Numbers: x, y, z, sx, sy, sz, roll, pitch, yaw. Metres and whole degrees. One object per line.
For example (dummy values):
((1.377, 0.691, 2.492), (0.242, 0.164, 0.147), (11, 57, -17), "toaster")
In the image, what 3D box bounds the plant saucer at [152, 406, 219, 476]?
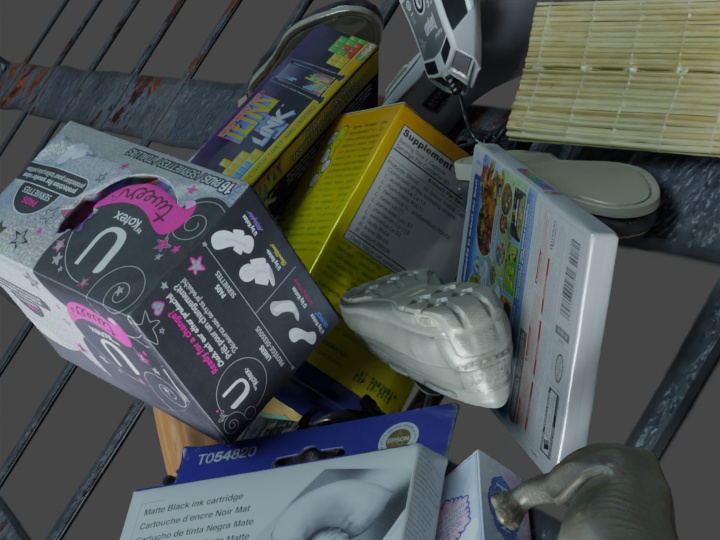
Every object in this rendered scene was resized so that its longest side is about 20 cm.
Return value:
((-0.122, 0.105, 1.246), (0.200, 0.032, 0.202), (169, 90, -76), "plant saucer")

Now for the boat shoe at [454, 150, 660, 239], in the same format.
((0.125, -0.034, 1.105), (0.200, 0.072, 0.063), (21, 120, 62), "boat shoe")

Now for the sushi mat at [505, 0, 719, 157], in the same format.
((0.166, -0.121, 1.089), (0.199, 0.012, 0.096), (10, 83, 53), "sushi mat")

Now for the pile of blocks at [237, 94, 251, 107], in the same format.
((-0.077, -0.112, 1.563), (0.062, 0.082, 0.200), (-31, 14, 17), "pile of blocks")

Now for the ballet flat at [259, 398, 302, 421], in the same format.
((-0.018, 0.024, 1.302), (0.063, 0.069, 0.201), (19, 77, 38), "ballet flat")

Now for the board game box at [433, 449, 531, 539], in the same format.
((0.016, 0.228, 0.953), (0.200, 0.041, 0.200), (-43, 26, 28), "board game box")

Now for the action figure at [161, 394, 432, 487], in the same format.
((-0.033, 0.146, 1.100), (0.199, 0.103, 0.119), (-23, 21, 10), "action figure")

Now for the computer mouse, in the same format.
((0.071, -0.165, 1.245), (0.110, 0.044, 0.201), (139, 115, -69), "computer mouse")

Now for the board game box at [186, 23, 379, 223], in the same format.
((-0.059, -0.057, 1.298), (0.200, 0.056, 0.166), (-51, -27, -38), "board game box")

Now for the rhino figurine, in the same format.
((0.121, 0.155, 0.818), (0.087, 0.060, 0.201), (-36, 30, 16), "rhino figurine")

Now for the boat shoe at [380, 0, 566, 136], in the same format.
((0.081, -0.166, 1.339), (0.200, 0.071, 0.070), (-46, 25, 38), "boat shoe")

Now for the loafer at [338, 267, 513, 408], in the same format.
((0.037, 0.041, 1.061), (0.069, 0.070, 0.200), (-20, 11, -13), "loafer")

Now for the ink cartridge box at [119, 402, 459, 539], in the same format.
((-0.051, 0.156, 0.985), (0.198, 0.041, 0.201), (-13, 42, 26), "ink cartridge box")

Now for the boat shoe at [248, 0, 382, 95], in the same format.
((-0.039, -0.210, 1.616), (0.200, 0.072, 0.063), (-31, 33, 55), "boat shoe")

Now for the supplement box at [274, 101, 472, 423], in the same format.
((0.000, 0.000, 1.214), (0.201, 0.109, 0.109), (-61, 23, -14), "supplement box")

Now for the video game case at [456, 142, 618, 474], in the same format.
((0.095, 0.019, 1.024), (0.200, 0.018, 0.144), (-130, 44, -67), "video game case")

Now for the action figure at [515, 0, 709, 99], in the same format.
((0.170, -0.144, 1.155), (0.200, 0.051, 0.066), (-28, 40, 52), "action figure")

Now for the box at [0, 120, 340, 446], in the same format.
((-0.136, 0.004, 1.110), (0.199, 0.132, 0.115), (20, 62, 45), "box")
